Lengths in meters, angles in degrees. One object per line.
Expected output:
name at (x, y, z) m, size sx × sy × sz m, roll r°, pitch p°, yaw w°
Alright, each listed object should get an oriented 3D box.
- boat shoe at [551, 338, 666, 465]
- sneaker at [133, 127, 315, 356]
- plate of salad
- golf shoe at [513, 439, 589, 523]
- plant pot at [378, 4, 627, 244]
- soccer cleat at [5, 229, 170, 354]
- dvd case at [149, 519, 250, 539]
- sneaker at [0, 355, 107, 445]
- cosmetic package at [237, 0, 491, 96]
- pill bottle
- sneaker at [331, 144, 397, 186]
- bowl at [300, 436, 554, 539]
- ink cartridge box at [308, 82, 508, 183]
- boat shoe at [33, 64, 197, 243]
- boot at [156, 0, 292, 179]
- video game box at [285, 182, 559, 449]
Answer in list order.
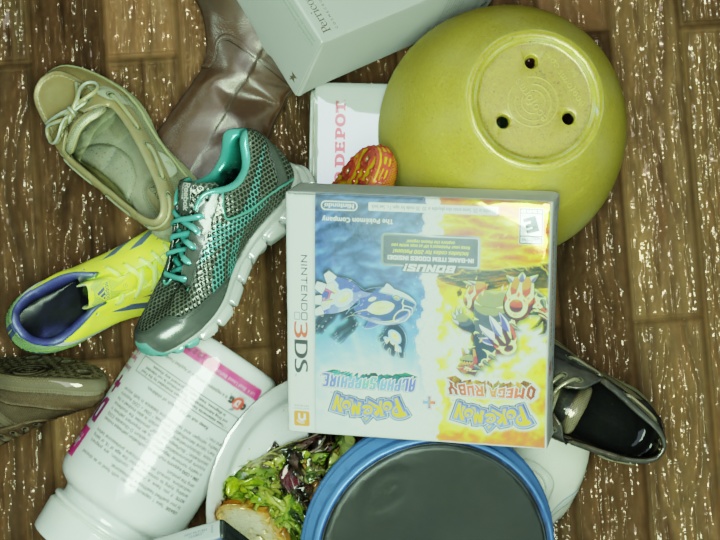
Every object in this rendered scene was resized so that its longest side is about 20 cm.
boat shoe at (0.153, 0.092, 1.209) m, size 0.198 × 0.073 × 0.075 m, roll 22°, pitch 91°, yaw -16°
sneaker at (-0.120, -0.027, 1.211) m, size 0.091 × 0.077 × 0.201 m, roll 51°, pitch 61°, yaw -35°
plate of salad at (-0.029, 0.181, 1.269) m, size 0.198 × 0.048 × 0.202 m, roll -5°, pitch 99°, yaw -28°
golf shoe at (0.130, 0.195, 1.286) m, size 0.078 × 0.097 × 0.201 m, roll 33°, pitch 83°, yaw 1°
plant pot at (0.118, -0.117, 1.200) m, size 0.198 × 0.142 × 0.202 m, roll 0°, pitch 84°, yaw -5°
soccer cleat at (-0.194, 0.010, 1.285) m, size 0.199 × 0.084 × 0.065 m, roll -28°, pitch 87°, yaw -5°
dvd case at (-0.156, 0.248, 1.217) m, size 0.198 × 0.143 × 0.018 m, roll -19°, pitch 53°, yaw 19°
sneaker at (-0.292, 0.112, 1.273) m, size 0.198 × 0.070 × 0.076 m, roll 0°, pitch 101°, yaw 17°
cosmetic package at (0.011, -0.235, 1.278) m, size 0.199 × 0.085 × 0.108 m, roll -28°, pitch 77°, yaw -28°
pill bottle at (-0.165, 0.143, 1.263) m, size 0.113 × 0.113 × 0.201 m, roll 33°, pitch 84°, yaw -1°
sneaker at (0.000, 0.000, 1.234) m, size 0.076 × 0.073 × 0.202 m, roll 7°, pitch 106°, yaw -24°
bowl at (0.054, 0.216, 1.210) m, size 0.198 × 0.039 × 0.203 m, roll -1°, pitch 97°, yaw -8°
ink cartridge box at (0.054, -0.074, 1.306) m, size 0.198 × 0.088 × 0.147 m, roll 1°, pitch 85°, yaw -5°
boat shoe at (-0.202, -0.099, 1.275) m, size 0.073 × 0.063 × 0.201 m, roll -46°, pitch 67°, yaw 11°
boot at (-0.141, -0.163, 1.317) m, size 0.185 × 0.064 × 0.201 m, roll 29°, pitch 89°, yaw 1°
video game box at (0.043, 0.032, 1.158) m, size 0.198 × 0.047 × 0.184 m, roll 2°, pitch 104°, yaw 13°
